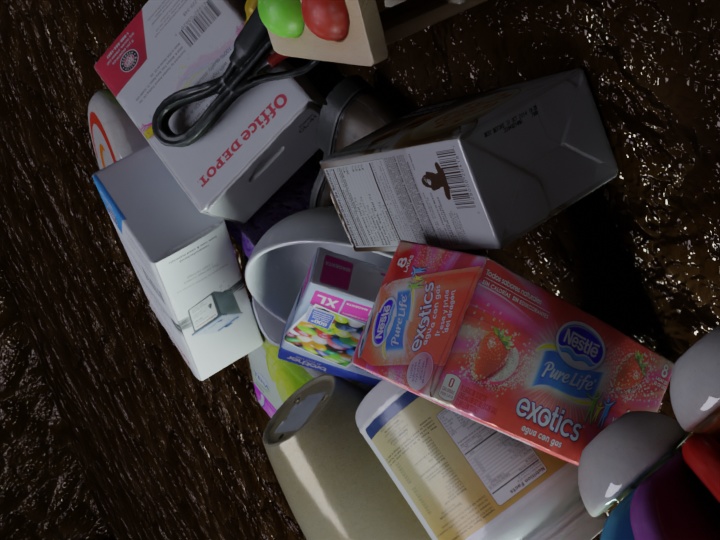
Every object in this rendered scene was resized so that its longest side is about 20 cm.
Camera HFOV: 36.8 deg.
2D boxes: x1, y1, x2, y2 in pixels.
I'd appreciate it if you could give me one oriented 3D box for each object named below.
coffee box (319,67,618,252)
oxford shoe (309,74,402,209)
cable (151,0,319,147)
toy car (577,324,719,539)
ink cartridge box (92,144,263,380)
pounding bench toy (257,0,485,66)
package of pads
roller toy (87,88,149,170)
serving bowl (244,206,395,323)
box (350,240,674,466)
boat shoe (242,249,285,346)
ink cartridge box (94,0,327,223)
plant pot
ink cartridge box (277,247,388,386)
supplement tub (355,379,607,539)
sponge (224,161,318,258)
[{"bbox_3d":[0.070,-0.073,0.776,0.199,0.114,0.081,2,118,63],"label":"coffee box"},{"bbox_3d":[0.004,-0.069,0.955,0.084,0.073,0.201,38,151,23],"label":"oxford shoe"},{"bbox_3d":[-0.096,-0.173,0.944,0.097,0.050,0.200,44,112,7],"label":"cable"},{"bbox_3d":[0.217,0.144,0.630,0.175,0.149,0.200,50,121,17],"label":"toy car"},{"bbox_3d":[-0.184,-0.007,1.110,0.147,0.085,0.201,49,163,35],"label":"ink cartridge box"},{"bbox_3d":[-0.015,-0.225,0.730,0.199,0.155,0.126,22,135,54],"label":"pounding bench toy"},{"bbox_3d":[-0.056,0.126,1.185,0.200,0.068,0.156,39,146,43],"label":"package of pads"},{"bbox_3d":[-0.218,-0.128,1.231,0.184,0.138,0.200,66,160,14],"label":"roller toy"},{"bbox_3d":[0.000,0.000,0.958,0.197,0.067,0.201,10,152,5],"label":"serving bowl"},{"bbox_3d":[0.107,0.064,0.746,0.199,0.096,0.102,27,173,-32],"label":"box"},{"bbox_3d":[-0.093,-0.015,1.141,0.068,0.071,0.203,135,126,-67],"label":"boat shoe"},{"bbox_3d":[-0.135,-0.167,1.015,0.201,0.147,0.085,52,-165,18],"label":"ink cartridge box"},{"bbox_3d":[0.005,0.202,1.032,0.200,0.187,0.187,50,158,-17],"label":"plant pot"},{"bbox_3d":[-0.004,0.054,0.950,0.118,0.042,0.200,17,154,-6],"label":"ink cartridge box"},{"bbox_3d":[0.103,0.164,0.918,0.201,0.143,0.145,55,154,13],"label":"supplement tub"},{"bbox_3d":[-0.115,-0.104,1.093,0.200,0.111,0.030,50,152,23],"label":"sponge"}]
